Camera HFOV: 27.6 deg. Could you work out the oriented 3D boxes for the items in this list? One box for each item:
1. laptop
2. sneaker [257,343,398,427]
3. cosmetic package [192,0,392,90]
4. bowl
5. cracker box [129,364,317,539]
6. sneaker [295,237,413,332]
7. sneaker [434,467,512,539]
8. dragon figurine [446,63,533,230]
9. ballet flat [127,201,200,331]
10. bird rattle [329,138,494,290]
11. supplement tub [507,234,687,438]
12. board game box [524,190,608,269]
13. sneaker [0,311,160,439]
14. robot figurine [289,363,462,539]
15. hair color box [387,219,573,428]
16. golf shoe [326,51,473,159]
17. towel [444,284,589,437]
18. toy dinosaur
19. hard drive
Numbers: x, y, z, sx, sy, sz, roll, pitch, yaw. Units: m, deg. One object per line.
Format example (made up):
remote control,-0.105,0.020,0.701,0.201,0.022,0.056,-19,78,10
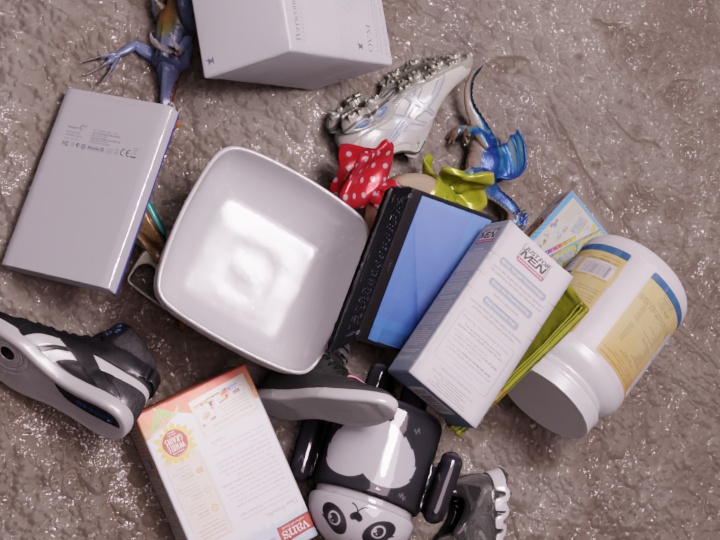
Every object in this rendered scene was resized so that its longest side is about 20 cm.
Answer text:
laptop,0.058,0.011,1.540,0.102,0.200,0.179,21,97,9
sneaker,-0.028,0.106,1.545,0.071,0.199,0.100,41,62,-36
cosmetic package,-0.079,-0.310,1.567,0.199,0.122,0.202,-5,84,-56
bowl,-0.108,-0.007,1.519,0.199,0.075,0.201,30,69,-14
cracker box,-0.147,0.218,1.547,0.133,0.058,0.202,-24,91,-23
sneaker,0.000,0.000,1.631,0.200,0.077,0.084,43,72,-14
sneaker,0.124,0.324,1.648,0.090,0.066,0.202,3,78,-20
dragon figurine,0.157,-0.135,1.725,0.098,0.059,0.202,4,84,-24
ballet flat,-0.224,-0.019,1.551,0.072,0.068,0.201,-35,101,-4
bird rattle,0.056,-0.061,1.613,0.199,0.112,0.165,0,87,-45
supplement tub,0.262,0.075,1.658,0.145,0.144,0.200,46,68,-11
board game box,0.227,0.022,1.749,0.200,0.034,0.135,-45,101,-22
sneaker,-0.298,0.082,1.503,0.199,0.073,0.112,34,44,1
robot figurine,0.017,0.206,1.581,0.124,0.149,0.202,30,70,-38
hair color box,0.128,0.056,1.557,0.099,0.061,0.201,40,74,-16
golf shoe,0.056,-0.181,1.694,0.199,0.078,0.098,-33,113,-18
towel,0.161,0.090,1.598,0.200,0.086,0.018,-45,119,9
toy dinosaur,-0.191,-0.246,1.580,0.199,0.105,0.183,-20,109,-35
hard drive,-0.277,-0.084,1.508,0.131,0.025,0.202,12,74,21
